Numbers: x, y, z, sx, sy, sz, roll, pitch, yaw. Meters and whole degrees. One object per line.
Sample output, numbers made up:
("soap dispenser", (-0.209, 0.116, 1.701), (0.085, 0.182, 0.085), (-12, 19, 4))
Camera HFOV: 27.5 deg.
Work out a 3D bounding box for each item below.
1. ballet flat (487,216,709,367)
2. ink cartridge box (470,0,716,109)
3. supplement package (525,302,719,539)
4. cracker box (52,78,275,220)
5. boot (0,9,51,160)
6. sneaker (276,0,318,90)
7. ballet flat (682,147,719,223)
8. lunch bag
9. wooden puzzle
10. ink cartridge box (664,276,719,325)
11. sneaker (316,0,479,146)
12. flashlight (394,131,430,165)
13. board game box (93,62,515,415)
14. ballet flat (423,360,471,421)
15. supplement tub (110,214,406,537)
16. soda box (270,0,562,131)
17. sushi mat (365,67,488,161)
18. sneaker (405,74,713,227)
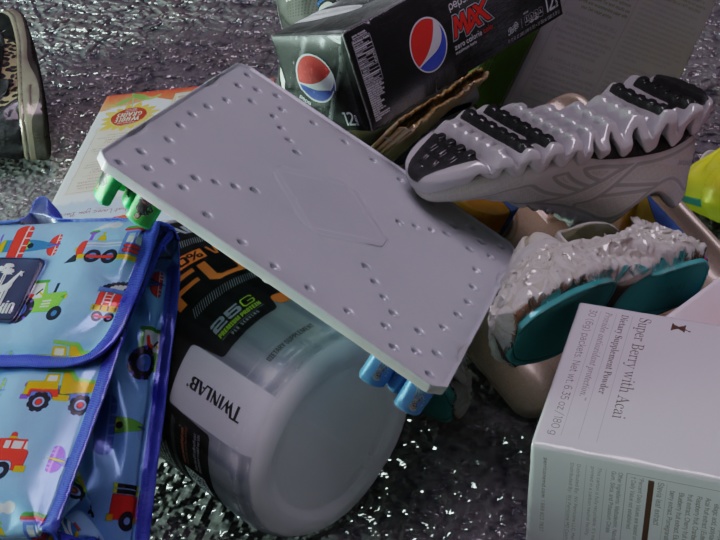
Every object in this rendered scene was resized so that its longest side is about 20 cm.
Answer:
("ballet flat", (0.120, 0.006, 0.821), (0.071, 0.072, 0.199), (26, 23, 35))
("ink cartridge box", (0.174, -0.192, 1.062), (0.147, 0.201, 0.076), (12, 22, -36))
("supplement package", (0.189, 0.110, 0.714), (0.198, 0.121, 0.122), (9, 35, 15))
("cracker box", (-0.132, -0.061, 1.032), (0.132, 0.058, 0.201), (-4, 32, 10))
("boot", (-0.328, -0.140, 1.162), (0.149, 0.074, 0.201), (-11, 40, -14))
("sneaker", (-0.033, -0.164, 1.064), (0.066, 0.091, 0.201), (-4, 45, 19))
("ballet flat", (0.300, -0.090, 1.071), (0.199, 0.067, 0.067), (-31, 22, -34))
("lunch bag", (-0.175, 0.054, 0.747), (0.149, 0.094, 0.202), (-3, 59, 19))
("wooden puzzle", (0.124, -0.025, 0.927), (0.199, 0.046, 0.186), (-27, 67, -31))
("ink cartridge box", (0.242, 0.003, 0.835), (0.199, 0.176, 0.045), (-30, 78, -36))
("sneaker", (-0.023, -0.131, 0.985), (0.199, 0.073, 0.113), (-20, 79, -34))
("flashlight", (0.050, -0.082, 1.068), (0.199, 0.068, 0.068), (19, 50, 35))
("board game box", (-0.021, -0.025, 0.783), (0.199, 0.026, 0.200), (34, 27, 2))
("ballet flat", (0.000, 0.000, 0.865), (0.200, 0.072, 0.072), (41, 46, 12))
("supplement tub", (-0.080, 0.049, 0.816), (0.122, 0.124, 0.199), (-29, 42, -35))
("soda box", (0.040, -0.156, 0.934), (0.070, 0.064, 0.199), (7, 32, 45))
("sushi mat", (0.002, -0.062, 0.954), (0.012, 0.200, 0.096), (51, 50, 1))
("sneaker", (0.120, -0.059, 0.872), (0.198, 0.082, 0.075), (-11, 31, -22))
